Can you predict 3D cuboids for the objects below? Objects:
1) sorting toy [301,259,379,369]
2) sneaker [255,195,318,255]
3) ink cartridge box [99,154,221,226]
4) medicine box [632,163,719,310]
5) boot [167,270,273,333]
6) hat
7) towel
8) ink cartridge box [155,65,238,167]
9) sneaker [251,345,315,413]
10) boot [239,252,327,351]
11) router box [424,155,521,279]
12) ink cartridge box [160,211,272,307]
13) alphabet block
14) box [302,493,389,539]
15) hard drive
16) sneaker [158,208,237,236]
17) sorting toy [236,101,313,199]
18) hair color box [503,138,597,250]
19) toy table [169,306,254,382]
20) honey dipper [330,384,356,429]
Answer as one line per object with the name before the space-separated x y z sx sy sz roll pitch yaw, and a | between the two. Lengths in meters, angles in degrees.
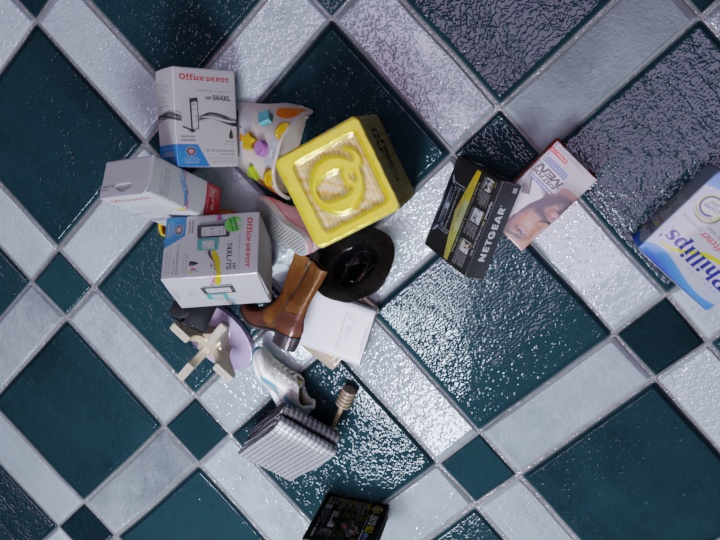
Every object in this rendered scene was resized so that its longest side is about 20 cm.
sorting toy | -0.083 0.104 1.614 0.185 0.036 0.200 38 110 2
sneaker | -0.140 -0.108 1.562 0.200 0.104 0.076 39 137 33
ink cartridge box | -0.410 -0.160 1.483 0.145 0.200 0.083 -2 75 31
medicine box | 0.654 -0.063 1.344 0.182 0.103 0.200 42 109 1
boot | -0.308 0.048 1.583 0.164 0.201 0.066 21 154 18
hat | 0.000 0.000 1.535 0.200 0.202 0.081 -24 141 19
towel | -0.162 0.395 1.650 0.165 0.086 0.200 32 134 -18
ink cartridge box | -0.340 -0.317 1.493 0.084 0.145 0.202 8 102 51
sneaker | -0.179 0.254 1.662 0.080 0.077 0.201 -26 106 21
boot | -0.173 0.046 1.548 0.188 0.068 0.201 33 107 43
router box | 0.219 -0.107 1.421 0.052 0.157 0.201 7 113 -32
ink cartridge box | -0.294 -0.021 1.502 0.198 0.146 0.148 -4 64 3
alphabet block | -0.024 -0.184 1.433 0.194 0.200 0.197 -27 96 18
box | -0.031 0.595 1.644 0.158 0.200 0.050 9 105 12
hard drive | -0.076 0.116 1.587 0.199 0.027 0.133 19 104 7
sneaker | -0.361 -0.095 1.614 0.198 0.077 0.074 -7 101 14
sorting toy | -0.219 -0.275 1.533 0.179 0.107 0.201 27 110 27
hair color box | 0.355 -0.150 1.420 0.111 0.064 0.200 43 112 0
toy table | -0.349 0.169 1.659 0.199 0.117 0.185 32 110 4
honey dipper | -0.062 0.358 1.677 0.038 0.038 0.201 26 111 6
